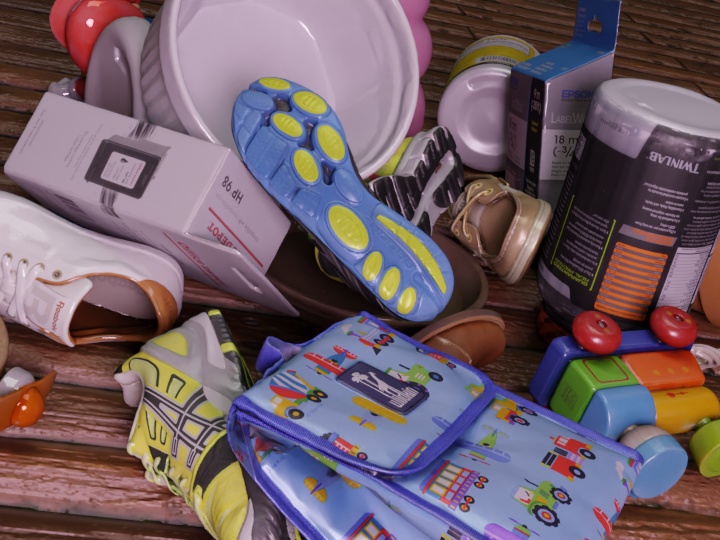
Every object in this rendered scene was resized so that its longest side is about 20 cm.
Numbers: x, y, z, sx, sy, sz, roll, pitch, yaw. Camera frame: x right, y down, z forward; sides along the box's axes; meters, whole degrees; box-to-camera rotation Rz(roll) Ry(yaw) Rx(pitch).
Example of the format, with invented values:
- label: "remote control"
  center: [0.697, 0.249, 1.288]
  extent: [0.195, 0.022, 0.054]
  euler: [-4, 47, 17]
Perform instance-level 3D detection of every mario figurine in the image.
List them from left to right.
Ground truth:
- label: "mario figurine"
  center: [-0.241, -0.215, 1.139]
  extent: [0.106, 0.124, 0.200]
  euler: [-11, 2, -5]

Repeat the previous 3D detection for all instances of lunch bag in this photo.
- label: "lunch bag"
  center: [0.027, 0.101, 0.662]
  extent: [0.200, 0.094, 0.151]
  euler: [35, 28, 10]

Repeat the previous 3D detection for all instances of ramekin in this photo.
- label: "ramekin"
  center: [-0.067, -0.143, 0.937]
  extent: [0.200, 0.201, 0.105]
  euler: [-2, -9, -30]

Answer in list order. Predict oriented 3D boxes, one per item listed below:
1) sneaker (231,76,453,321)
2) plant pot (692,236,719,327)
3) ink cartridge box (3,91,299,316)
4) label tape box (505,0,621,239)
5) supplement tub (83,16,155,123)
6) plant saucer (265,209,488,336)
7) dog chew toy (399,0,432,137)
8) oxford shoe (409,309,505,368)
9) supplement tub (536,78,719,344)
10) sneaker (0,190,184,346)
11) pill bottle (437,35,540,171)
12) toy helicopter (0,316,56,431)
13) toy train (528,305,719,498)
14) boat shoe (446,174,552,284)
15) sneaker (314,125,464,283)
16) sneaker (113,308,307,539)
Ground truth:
- label: "sneaker"
  center: [-0.019, -0.041, 0.846]
  extent: [0.071, 0.083, 0.200]
  euler: [-38, 85, -17]
- label: "plant pot"
  center: [0.290, -0.052, 1.077]
  extent: [0.140, 0.200, 0.200]
  euler: [10, 20, 31]
- label: "ink cartridge box"
  center: [-0.128, -0.045, 0.871]
  extent: [0.200, 0.067, 0.116]
  euler: [19, -16, 25]
- label: "label tape box"
  center: [0.174, -0.140, 1.124]
  extent: [0.063, 0.200, 0.144]
  euler: [1, 13, -5]
- label: "supplement tub"
  center: [-0.114, -0.132, 1.054]
  extent: [0.200, 0.145, 0.145]
  euler: [-2, 30, -30]
- label: "plant saucer"
  center: [0.000, 0.000, 0.981]
  extent: [0.200, 0.030, 0.200]
  euler: [12, 25, -6]
- label: "dog chew toy"
  center: [0.013, -0.202, 1.201]
  extent: [0.124, 0.200, 0.125]
  euler: [12, 25, -6]
- label: "oxford shoe"
  center: [0.043, 0.075, 0.830]
  extent: [0.200, 0.071, 0.071]
  euler: [-17, 69, -52]
- label: "supplement tub"
  center: [0.205, -0.032, 0.955]
  extent: [0.122, 0.200, 0.123]
  euler: [12, 26, -6]
- label: "sneaker"
  center: [-0.212, 0.001, 0.811]
  extent: [0.200, 0.073, 0.085]
  euler: [11, 23, -10]
- label: "pill bottle"
  center: [0.145, -0.186, 1.345]
  extent: [0.111, 0.111, 0.200]
  euler: [16, 25, 4]
- label: "toy helicopter"
  center: [-0.229, 0.078, 0.673]
  extent: [0.132, 0.079, 0.200]
  euler: [15, 34, -19]
- label: "toy train"
  center: [0.223, 0.090, 0.862]
  extent: [0.200, 0.085, 0.116]
  euler: [-2, 40, -31]
- label: "boat shoe"
  center: [0.104, -0.039, 1.033]
  extent: [0.066, 0.074, 0.200]
  euler: [25, 5, -6]
- label: "sneaker"
  center: [0.007, -0.044, 0.976]
  extent: [0.090, 0.078, 0.200]
  euler: [-6, 22, 30]
- label: "sneaker"
  center: [-0.082, 0.106, 0.694]
  extent: [0.076, 0.075, 0.200]
  euler: [-24, 37, -4]
